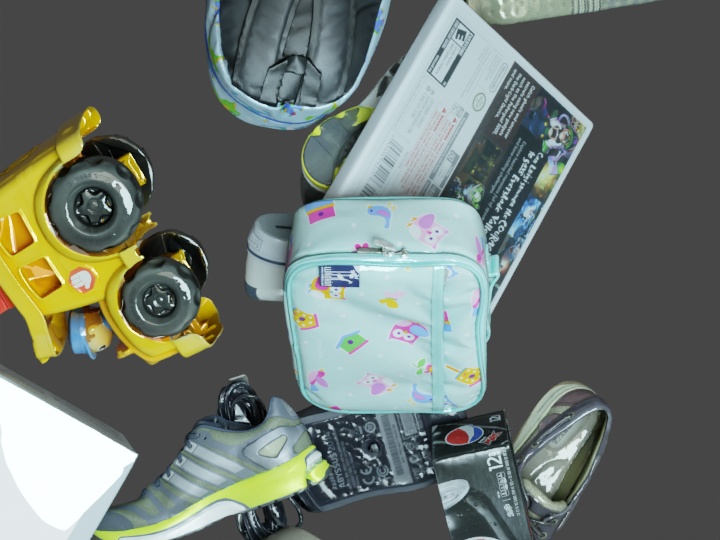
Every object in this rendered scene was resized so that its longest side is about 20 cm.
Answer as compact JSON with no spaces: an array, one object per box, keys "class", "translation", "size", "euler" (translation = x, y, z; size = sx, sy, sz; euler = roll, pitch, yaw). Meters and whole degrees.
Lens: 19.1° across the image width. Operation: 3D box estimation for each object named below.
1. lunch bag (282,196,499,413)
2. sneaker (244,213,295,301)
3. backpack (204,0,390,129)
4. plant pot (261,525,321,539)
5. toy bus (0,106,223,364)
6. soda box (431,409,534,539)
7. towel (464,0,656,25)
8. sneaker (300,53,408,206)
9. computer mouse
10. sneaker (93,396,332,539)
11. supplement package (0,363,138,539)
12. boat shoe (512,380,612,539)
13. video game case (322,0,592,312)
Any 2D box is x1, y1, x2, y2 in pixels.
[{"class":"lunch bag","translation":[0.026,0.029,1.623],"size":[0.160,0.200,0.077],"euler":[2,51,5]},{"class":"sneaker","translation":[0.000,0.000,1.723],"size":[0.199,0.073,0.071],"euler":[8,121,-16]},{"class":"backpack","translation":[-0.050,-0.210,1.666],"size":[0.163,0.154,0.201],"euler":[8,70,-16]},{"class":"plant pot","translation":[-0.074,0.301,1.666],"size":[0.174,0.200,0.200],"euler":[-45,101,-21]},{"class":"toy bus","translation":[-0.226,0.004,1.645],"size":[0.192,0.136,0.200],"euler":[-31,102,5]},{"class":"soda box","translation":[0.107,0.218,1.696],"size":[0.063,0.071,0.201],"euler":[-12,109,5]},{"class":"towel","translation":[0.162,-0.305,1.756],"size":[0.199,0.035,0.193],"euler":[-8,98,-14]},{"class":"sneaker","translation":[0.022,-0.111,1.716],"size":[0.200,0.085,0.075],"euler":[-31,75,-29]},{"class":"computer mouse","translation":[-0.011,0.138,1.733],"size":[0.199,0.053,0.139],"euler":[-11,97,1]},{"class":"sneaker","translation":[-0.126,0.160,1.685],"size":[0.199,0.074,0.081],"euler":[-21,88,7]},{"class":"supplement package","translation":[-0.290,0.183,1.642],"size":[0.156,0.111,0.200],"euler":[31,87,-12]},{"class":"boat shoe","translation":[0.142,0.184,1.756],"size":[0.072,0.065,0.200],"euler":[34,87,-14]},{"class":"video game case","translation":[0.080,-0.084,1.681],"size":[0.182,0.023,0.200],"euler":[39,73,-32]}]
